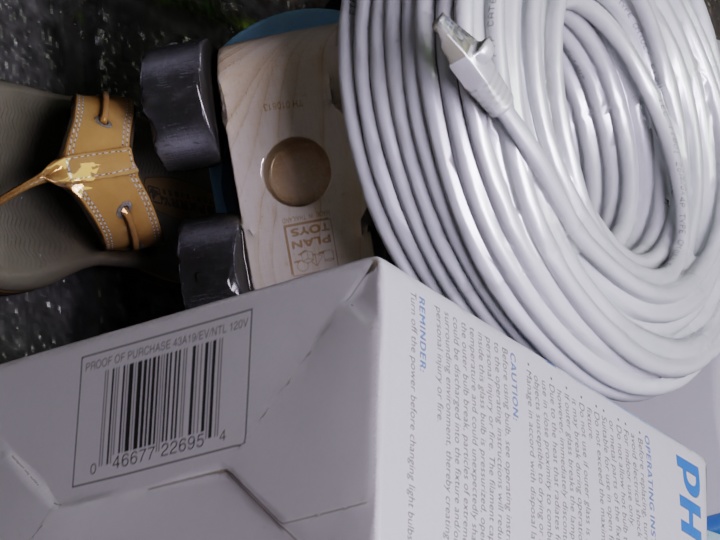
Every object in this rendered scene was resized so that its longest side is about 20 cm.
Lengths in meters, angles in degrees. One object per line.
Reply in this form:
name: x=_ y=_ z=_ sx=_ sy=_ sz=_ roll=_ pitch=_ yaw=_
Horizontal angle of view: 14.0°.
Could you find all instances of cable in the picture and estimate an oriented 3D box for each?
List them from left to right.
cable: x=0.070 y=-0.049 z=1.040 sx=0.200 sy=0.069 sz=0.200 roll=-46 pitch=118 yaw=-56

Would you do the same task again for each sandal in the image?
sandal: x=-0.092 y=-0.030 z=1.080 sx=0.200 sy=0.055 sz=0.082 roll=11 pitch=66 yaw=-53

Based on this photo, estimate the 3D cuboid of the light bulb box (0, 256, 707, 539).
light bulb box: x=-0.012 y=0.106 z=1.003 sx=0.200 sy=0.198 sz=0.125 roll=32 pitch=52 yaw=-46

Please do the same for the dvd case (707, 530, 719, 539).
dvd case: x=0.099 y=0.157 z=1.115 sx=0.146 sy=0.200 sz=0.022 roll=-53 pitch=142 yaw=-28

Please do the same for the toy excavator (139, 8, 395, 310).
toy excavator: x=0.000 y=0.000 z=1.129 sx=0.200 sy=0.100 sz=0.195 roll=6 pitch=74 yaw=-79

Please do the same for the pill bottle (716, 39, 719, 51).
pill bottle: x=0.158 y=-0.038 z=1.386 sx=0.200 sy=0.114 sz=0.114 roll=52 pitch=38 yaw=-32

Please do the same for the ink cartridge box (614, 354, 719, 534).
ink cartridge box: x=0.153 y=0.117 z=1.282 sx=0.200 sy=0.146 sz=0.084 roll=29 pitch=50 yaw=-45

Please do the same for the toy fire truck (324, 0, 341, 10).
toy fire truck: x=0.064 y=-0.057 z=1.191 sx=0.129 sy=0.200 sz=0.176 roll=-20 pitch=92 yaw=-20
